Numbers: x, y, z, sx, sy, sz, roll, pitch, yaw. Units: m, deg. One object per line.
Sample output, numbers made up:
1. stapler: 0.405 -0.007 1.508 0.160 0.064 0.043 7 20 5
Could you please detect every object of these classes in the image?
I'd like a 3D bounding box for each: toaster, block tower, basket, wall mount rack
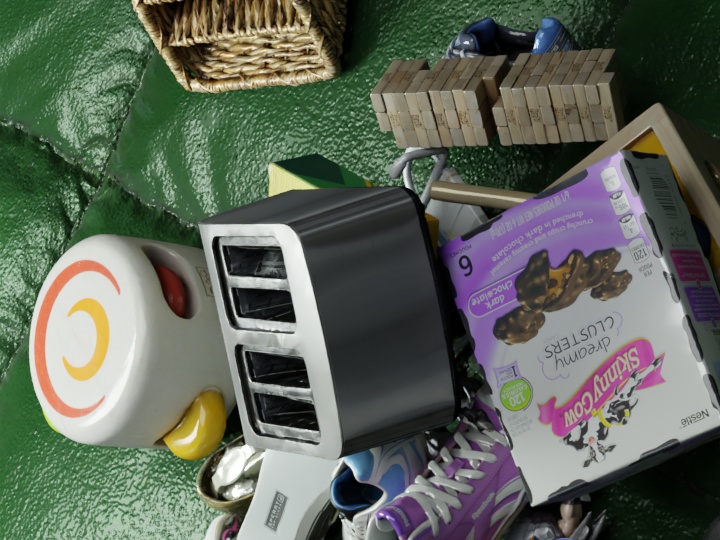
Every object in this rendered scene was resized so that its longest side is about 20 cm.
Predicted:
1. toaster: -0.019 0.037 1.458 0.200 0.118 0.182 3 107 57
2. block tower: 0.113 -0.134 1.571 0.199 0.054 0.058 1 38 27
3. basket: -0.117 -0.254 1.806 0.199 0.142 0.150 1 76 38
4. wall mount rack: 0.055 -0.001 1.638 0.201 0.074 0.174 58 145 28

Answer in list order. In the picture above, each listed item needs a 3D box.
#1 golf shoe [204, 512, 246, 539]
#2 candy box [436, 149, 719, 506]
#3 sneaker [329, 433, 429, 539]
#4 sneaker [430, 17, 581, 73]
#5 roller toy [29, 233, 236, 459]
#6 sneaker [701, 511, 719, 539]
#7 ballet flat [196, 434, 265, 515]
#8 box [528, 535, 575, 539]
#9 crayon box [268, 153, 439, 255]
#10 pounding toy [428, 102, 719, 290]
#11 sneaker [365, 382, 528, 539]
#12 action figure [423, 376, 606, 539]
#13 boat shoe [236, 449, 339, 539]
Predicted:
1. golf shoe: -0.132 0.304 1.695 0.092 0.072 0.201 -3 75 39
2. candy box: 0.166 0.042 1.400 0.167 0.071 0.201 -28 75 32
3. sneaker: 0.003 0.178 1.570 0.200 0.072 0.072 104 144 -57
4. sneaker: 0.094 -0.166 1.639 0.199 0.085 0.077 -10 39 30
5. roller toy: -0.189 0.065 1.768 0.199 0.139 0.184 8 89 47
6. sneaker: 0.237 0.258 1.395 0.073 0.112 0.201 7 81 38
7. ballet flat: -0.061 0.144 1.693 0.200 0.071 0.071 -37 57 24
8. box: 0.115 0.292 1.491 0.119 0.041 0.200 45 110 2
9. crayon box: 0.000 0.000 1.576 0.200 0.051 0.128 32 126 47
10. pounding toy: 0.189 -0.021 1.496 0.184 0.142 0.201 -38 57 22
11. sneaker: 0.068 0.161 1.474 0.072 0.114 0.202 26 96 36
12. action figure: 0.110 0.179 1.548 0.130 0.069 0.200 -44 57 13
13. boat shoe: -0.044 0.173 1.644 0.071 0.064 0.201 37 118 21
